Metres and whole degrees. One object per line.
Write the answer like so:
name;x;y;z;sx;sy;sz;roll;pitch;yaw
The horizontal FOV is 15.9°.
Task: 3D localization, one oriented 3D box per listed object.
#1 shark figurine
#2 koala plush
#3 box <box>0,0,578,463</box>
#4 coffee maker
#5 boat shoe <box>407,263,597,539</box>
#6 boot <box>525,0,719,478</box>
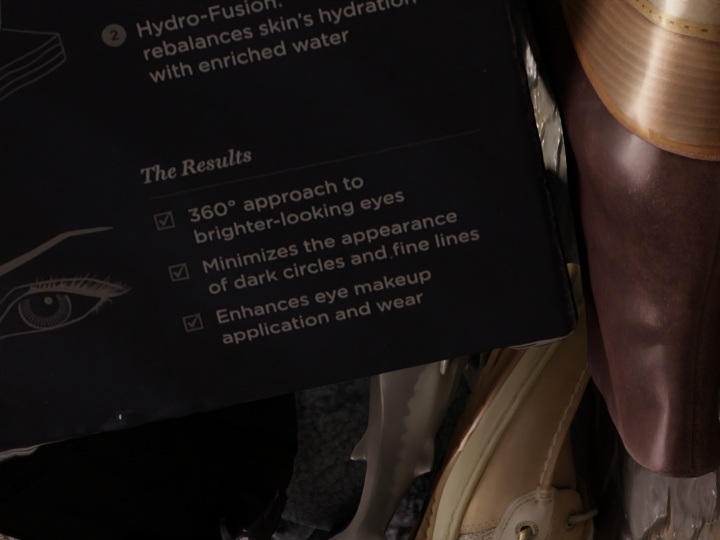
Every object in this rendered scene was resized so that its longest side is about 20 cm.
shark figurine;0.001;0.018;0.968;0.128;0.089;0.215;0;-79;-70
koala plush;-0.022;0.070;1.082;0.200;0.183;0.178;158;111;-63
box;-0.050;-0.069;0.800;0.118;0.196;0.201;-97;-6;-60
coffee maker;-0.127;0.044;0.959;0.135;0.200;0.192;-53;44;19
boat shoe;0.056;0.092;0.940;0.072;0.065;0.201;-63;-3;-71
boot;0.077;-0.047;0.812;0.200;0.072;0.167;-116;27;-64
